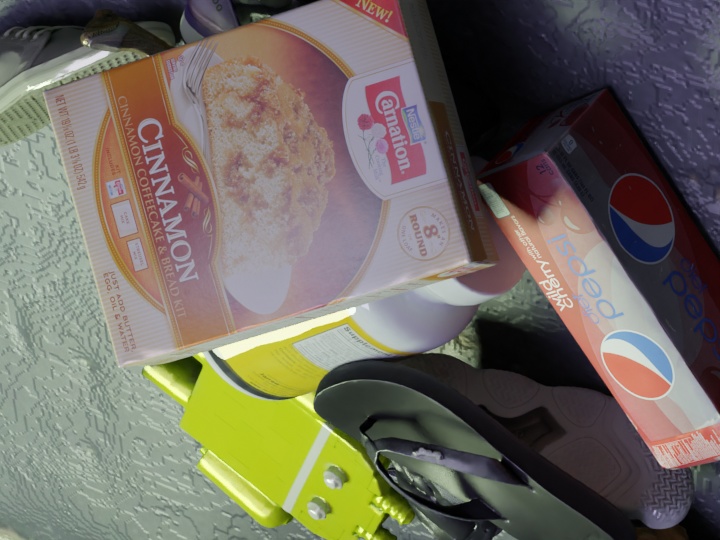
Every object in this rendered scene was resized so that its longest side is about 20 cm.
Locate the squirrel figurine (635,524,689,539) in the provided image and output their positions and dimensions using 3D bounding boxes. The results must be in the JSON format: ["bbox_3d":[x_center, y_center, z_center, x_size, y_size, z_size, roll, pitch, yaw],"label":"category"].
[{"bbox_3d":[0.178,0.247,1.680,0.200,0.141,0.187,46,152,19],"label":"squirrel figurine"}]

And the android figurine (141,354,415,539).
[{"bbox_3d":[-0.048,0.101,1.775,0.200,0.041,0.182,40,148,7],"label":"android figurine"}]

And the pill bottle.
[{"bbox_3d":[0.000,0.000,1.609,0.200,0.112,0.112,-22,108,46],"label":"pill bottle"}]

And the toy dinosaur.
[{"bbox_3d":[-0.072,-0.082,1.603,0.200,0.060,0.106,45,-171,-35],"label":"toy dinosaur"}]

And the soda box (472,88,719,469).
[{"bbox_3d":[0.148,0.007,1.526,0.063,0.070,0.200,-20,108,47],"label":"soda box"}]

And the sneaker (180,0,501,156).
[{"bbox_3d":[-0.012,-0.130,1.543,0.199,0.076,0.088,27,131,19],"label":"sneaker"}]

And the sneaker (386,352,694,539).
[{"bbox_3d":[0.101,0.121,1.664,0.199,0.076,0.114,18,145,18],"label":"sneaker"}]

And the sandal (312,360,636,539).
[{"bbox_3d":[0.061,0.114,1.582,0.200,0.043,0.076,30,145,6],"label":"sandal"}]

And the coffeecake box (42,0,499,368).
[{"bbox_3d":[-0.046,-0.049,1.493,0.199,0.073,0.154,-17,86,14],"label":"coffeecake box"}]

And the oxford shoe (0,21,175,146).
[{"bbox_3d":[-0.189,-0.122,1.701,0.200,0.075,0.058,-18,75,44],"label":"oxford shoe"}]
